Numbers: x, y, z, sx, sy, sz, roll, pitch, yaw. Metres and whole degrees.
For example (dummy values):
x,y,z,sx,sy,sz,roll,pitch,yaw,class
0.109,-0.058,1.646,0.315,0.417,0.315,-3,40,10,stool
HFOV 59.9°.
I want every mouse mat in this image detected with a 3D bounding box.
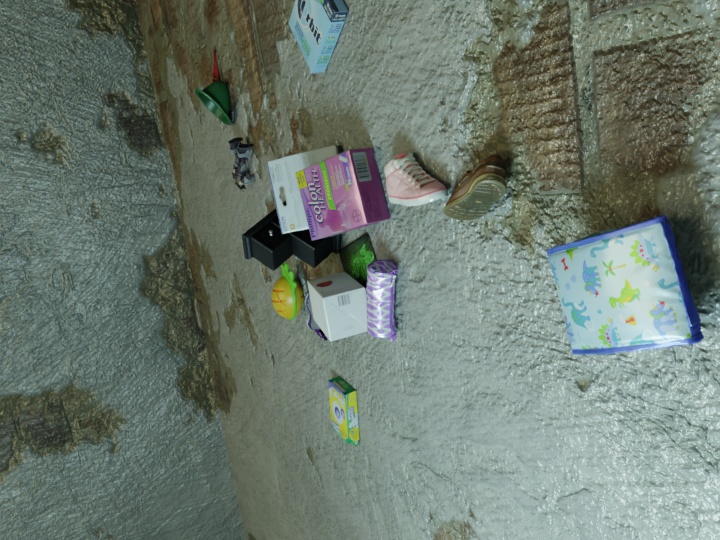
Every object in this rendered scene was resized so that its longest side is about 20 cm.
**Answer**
x,y,z,sx,sy,sz,roll,pitch,yaw,class
0.000,0.000,1.707,0.199,0.007,0.164,-27,79,61,mouse mat

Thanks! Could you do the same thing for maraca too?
x,y,z,sx,sy,sz,roll,pitch,yaw,class
-0.241,0.072,2.077,0.137,0.105,0.203,47,141,42,maraca

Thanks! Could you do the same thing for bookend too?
x,y,z,sx,sy,sz,roll,pitch,yaw,class
-0.190,-0.075,1.734,0.197,0.200,0.093,32,144,23,bookend

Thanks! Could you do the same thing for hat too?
x,y,z,sx,sy,sz,roll,pitch,yaw,class
-0.493,-0.667,2.283,0.165,0.177,0.200,27,163,52,hat

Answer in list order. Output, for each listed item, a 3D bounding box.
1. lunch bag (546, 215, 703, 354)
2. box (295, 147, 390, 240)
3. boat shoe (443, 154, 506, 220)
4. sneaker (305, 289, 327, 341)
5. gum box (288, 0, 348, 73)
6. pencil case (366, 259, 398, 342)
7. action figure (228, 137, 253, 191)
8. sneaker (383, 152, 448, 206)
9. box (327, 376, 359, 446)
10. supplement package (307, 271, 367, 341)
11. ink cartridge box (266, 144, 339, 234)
x,y,z,sx,sy,sz,roll,pitch,yaw,class
0.382,0.023,0.893,0.200,0.125,0.174,155,100,-71,lunch bag
-0.046,-0.187,1.546,0.197,0.096,0.180,-12,93,43,box
0.219,-0.152,1.183,0.200,0.071,0.069,135,150,-67,boat shoe
-0.120,0.130,1.939,0.087,0.074,0.202,43,150,30,sneaker
-0.110,-0.633,1.567,0.173,0.044,0.201,66,151,18,gum box
0.058,0.071,1.564,0.084,0.084,0.204,17,122,31,pencil case
-0.429,-0.374,2.259,0.130,0.068,0.203,46,145,31,action figure
0.109,-0.198,1.338,0.199,0.074,0.107,18,124,62,sneaker
-0.053,0.453,1.979,0.117,0.048,0.205,26,127,55,box
-0.061,0.092,1.694,0.200,0.119,0.123,-146,44,-69,supplement package
-0.135,-0.216,1.673,0.043,0.195,0.201,-45,-56,-78,ink cartridge box
